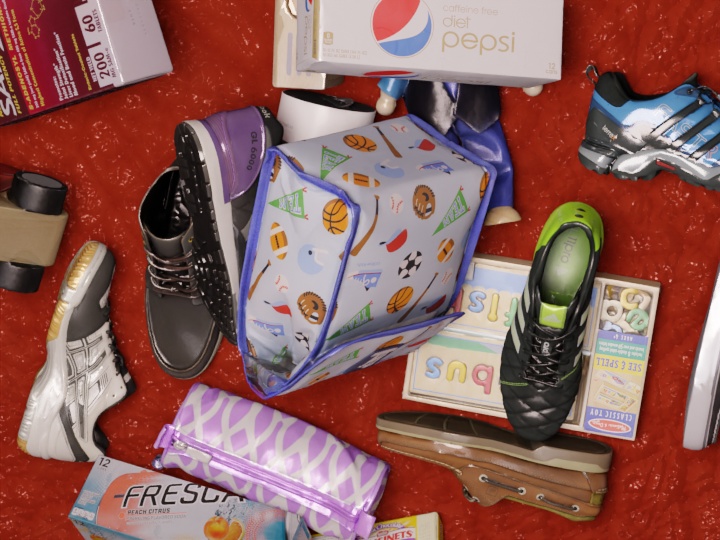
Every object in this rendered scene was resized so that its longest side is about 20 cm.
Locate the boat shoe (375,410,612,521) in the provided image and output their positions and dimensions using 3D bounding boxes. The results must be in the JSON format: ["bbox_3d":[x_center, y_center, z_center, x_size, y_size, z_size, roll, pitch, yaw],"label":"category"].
[{"bbox_3d":[0.107,0.165,1.390,0.200,0.072,0.068,11,101,9],"label":"boat shoe"}]

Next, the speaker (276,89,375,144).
[{"bbox_3d":[-0.045,-0.046,1.378,0.081,0.081,0.200,14,103,8],"label":"speaker"}]

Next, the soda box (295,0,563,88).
[{"bbox_3d":[0.053,-0.182,1.285,0.200,0.064,0.068,2,89,-17],"label":"soda box"}]

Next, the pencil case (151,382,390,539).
[{"bbox_3d":[-0.074,0.163,1.419,0.200,0.085,0.084,20,99,6],"label":"pencil case"}]

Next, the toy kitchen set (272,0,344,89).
[{"bbox_3d":[-0.121,-0.237,1.316,0.199,0.163,0.181,4,101,11],"label":"toy kitchen set"}]

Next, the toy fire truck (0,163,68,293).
[{"bbox_3d":[-0.370,-0.052,1.422,0.200,0.176,0.129,34,110,47],"label":"toy fire truck"}]

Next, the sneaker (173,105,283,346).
[{"bbox_3d":[-0.084,-0.033,1.314,0.087,0.076,0.200,-19,125,-22],"label":"sneaker"}]

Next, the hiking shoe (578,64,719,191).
[{"bbox_3d":[0.272,-0.109,1.308,0.199,0.074,0.087,6,102,10],"label":"hiking shoe"}]

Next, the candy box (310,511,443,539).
[{"bbox_3d":[-0.027,0.269,1.425,0.200,0.102,0.026,-12,131,13],"label":"candy box"}]

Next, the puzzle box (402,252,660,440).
[{"bbox_3d":[0.140,0.060,1.389,0.199,0.025,0.133,9,102,9],"label":"puzzle box"}]

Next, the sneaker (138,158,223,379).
[{"bbox_3d":[-0.157,0.001,1.394,0.075,0.106,0.201,6,101,10],"label":"sneaker"}]

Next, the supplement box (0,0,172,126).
[{"bbox_3d":[-0.252,-0.186,1.361,0.200,0.061,0.109,-12,98,42],"label":"supplement box"}]

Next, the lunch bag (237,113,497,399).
[{"bbox_3d":[0.000,0.000,1.299,0.124,0.170,0.200,37,125,33],"label":"lunch bag"}]

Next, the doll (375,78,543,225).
[{"bbox_3d":[0.082,-0.134,1.354,0.136,0.048,0.200,-12,95,4],"label":"doll"}]

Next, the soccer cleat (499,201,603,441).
[{"bbox_3d":[0.150,0.044,1.329,0.067,0.081,0.200,12,102,9],"label":"soccer cleat"}]

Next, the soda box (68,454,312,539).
[{"bbox_3d":[-0.143,0.222,1.424,0.200,0.068,0.064,13,61,19],"label":"soda box"}]

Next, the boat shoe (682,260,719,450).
[{"bbox_3d":[0.307,0.052,1.338,0.066,0.070,0.200,14,95,10],"label":"boat shoe"}]

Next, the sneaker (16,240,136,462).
[{"bbox_3d":[-0.232,0.073,1.450,0.087,0.076,0.200,15,106,-8],"label":"sneaker"}]
